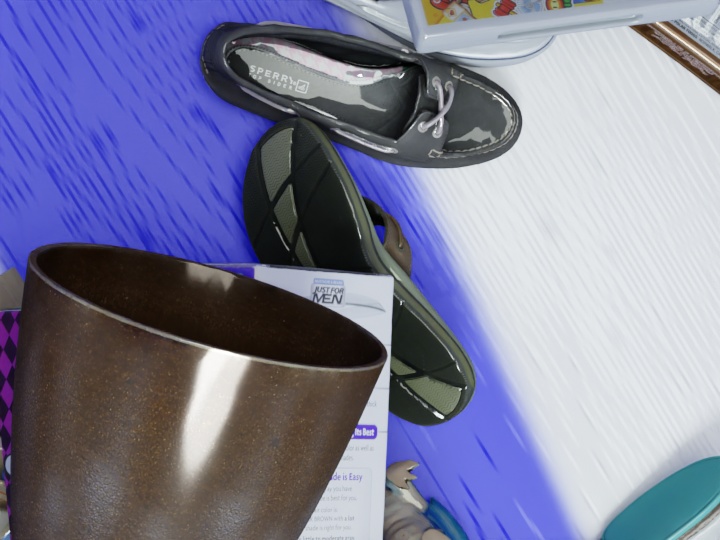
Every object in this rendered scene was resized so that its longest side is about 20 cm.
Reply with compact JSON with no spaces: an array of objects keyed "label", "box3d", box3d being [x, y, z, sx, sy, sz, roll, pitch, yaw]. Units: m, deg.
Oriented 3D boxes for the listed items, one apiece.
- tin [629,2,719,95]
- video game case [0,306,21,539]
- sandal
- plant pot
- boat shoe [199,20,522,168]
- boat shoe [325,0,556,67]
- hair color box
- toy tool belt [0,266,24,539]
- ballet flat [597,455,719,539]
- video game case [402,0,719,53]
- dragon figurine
[{"label":"tin","box3d":[0.224,-0.176,1.564,0.200,0.042,0.112,35,81,-8]},{"label":"video game case","box3d":[-0.119,0.109,1.427,0.181,0.036,0.201,-10,97,-47]},{"label":"sandal","box3d":[0.000,0.001,1.520,0.080,0.057,0.201,-30,97,32]},{"label":"plant pot","box3d":[-0.102,0.110,1.307,0.186,0.187,0.200,14,101,-9]},{"label":"boat shoe","box3d":[0.003,-0.102,1.518,0.200,0.057,0.067,14,88,-9]},{"label":"boat shoe","box3d":[0.027,-0.170,1.517,0.200,0.065,0.074,15,88,-9]},{"label":"hair color box","box3d":[-0.043,0.098,1.435,0.109,0.065,0.201,5,88,-45]},{"label":"toy tool belt","box3d":[-0.216,0.108,1.441,0.123,0.125,0.200,45,68,-37]},{"label":"ballet flat","box3d":[0.159,0.190,1.549,0.200,0.069,0.069,-37,96,-3]},{"label":"video game case","box3d":[0.097,-0.227,1.504,0.182,0.023,0.200,-9,67,-13]},{"label":"dragon figurine","box3d":[0.031,0.160,1.516,0.059,0.099,0.200,-33,55,-1]}]
